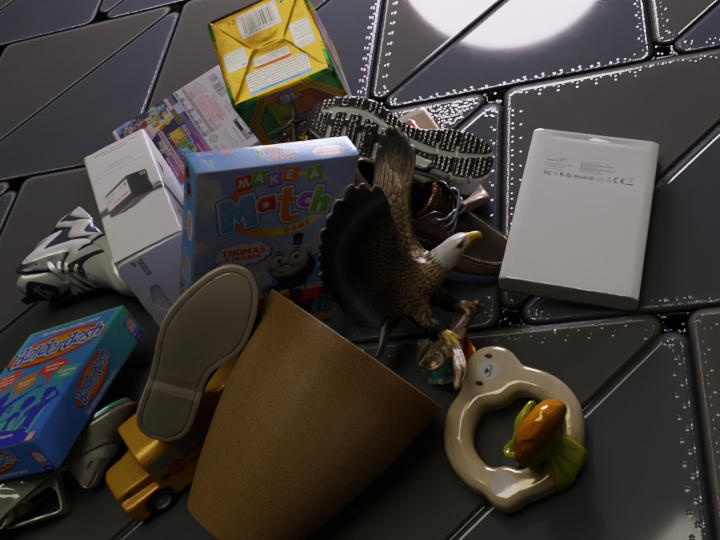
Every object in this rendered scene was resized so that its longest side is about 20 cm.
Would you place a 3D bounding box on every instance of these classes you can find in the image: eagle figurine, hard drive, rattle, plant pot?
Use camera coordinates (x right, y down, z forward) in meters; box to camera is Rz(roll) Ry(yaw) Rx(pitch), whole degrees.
[{"bbox_3d":[0.038,-0.011,0.865,0.151,0.200,0.152,-43,17,-8],"label":"eagle figurine"},{"bbox_3d":[0.223,-0.057,0.959,0.132,0.026,0.200,9,56,14],"label":"hard drive"},{"bbox_3d":[0.104,0.099,0.830,0.130,0.143,0.200,-38,51,17],"label":"rattle"},{"bbox_3d":[-0.059,0.150,0.846,0.186,0.186,0.200,30,82,39],"label":"plant pot"}]

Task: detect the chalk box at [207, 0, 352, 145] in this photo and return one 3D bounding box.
[{"bbox_3d":[-0.081,-0.224,1.151,0.124,0.200,0.124,-22,70,7],"label":"chalk box"}]

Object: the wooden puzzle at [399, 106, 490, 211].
[{"bbox_3d":[0.027,-0.099,1.093,0.185,0.037,0.200,-29,46,0],"label":"wooden puzzle"}]

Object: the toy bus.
[{"bbox_3d":[-0.166,0.153,0.942,0.200,0.078,0.065,-38,47,-9],"label":"toy bus"}]

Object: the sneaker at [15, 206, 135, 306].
[{"bbox_3d":[-0.344,0.009,1.143,0.130,0.080,0.199,-43,48,-11],"label":"sneaker"}]

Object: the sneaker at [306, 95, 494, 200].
[{"bbox_3d":[0.036,-0.119,1.002,0.200,0.080,0.074,21,65,3],"label":"sneaker"}]

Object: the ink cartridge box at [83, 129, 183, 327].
[{"bbox_3d":[-0.230,-0.042,1.087,0.084,0.145,0.200,-28,47,-2],"label":"ink cartridge box"}]

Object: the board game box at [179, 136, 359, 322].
[{"bbox_3d":[-0.088,-0.023,0.876,0.151,0.200,0.037,-10,42,-24],"label":"board game box"}]

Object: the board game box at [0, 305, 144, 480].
[{"bbox_3d":[-0.335,0.131,1.008,0.152,0.045,0.200,-17,31,28],"label":"board game box"}]

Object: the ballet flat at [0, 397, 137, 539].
[{"bbox_3d":[-0.304,0.210,0.981,0.200,0.067,0.064,-33,74,-3],"label":"ballet flat"}]

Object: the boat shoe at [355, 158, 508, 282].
[{"bbox_3d":[0.069,-0.050,0.956,0.200,0.072,0.072,22,59,-2],"label":"boat shoe"}]

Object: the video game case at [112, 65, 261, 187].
[{"bbox_3d":[-0.228,-0.181,1.287,0.182,0.023,0.200,-33,48,-5],"label":"video game case"}]

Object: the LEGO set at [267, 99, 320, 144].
[{"bbox_3d":[-0.086,-0.081,1.043,0.154,0.116,0.200,-28,51,27],"label":"LEGO set"}]

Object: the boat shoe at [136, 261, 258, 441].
[{"bbox_3d":[-0.149,0.063,0.854,0.200,0.073,0.063,-60,17,27],"label":"boat shoe"}]
